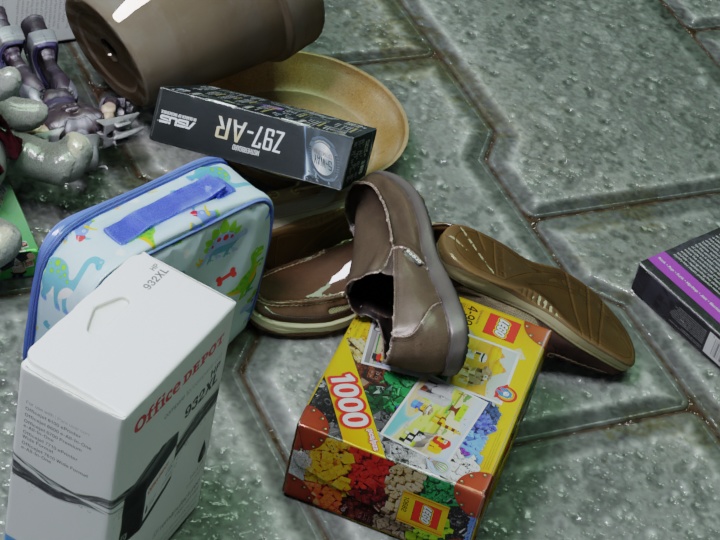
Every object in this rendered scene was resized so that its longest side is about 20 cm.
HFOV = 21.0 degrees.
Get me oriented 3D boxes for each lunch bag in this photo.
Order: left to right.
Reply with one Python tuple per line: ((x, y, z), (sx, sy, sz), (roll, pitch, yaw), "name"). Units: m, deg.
((-0.158, 0.008, 1.473), (0.082, 0.162, 0.199), (37, 45, 25), "lunch bag")

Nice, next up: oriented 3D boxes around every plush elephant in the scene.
((-0.318, -0.131, 1.544), (0.199, 0.156, 0.165), (26, 44, 15), "plush elephant")

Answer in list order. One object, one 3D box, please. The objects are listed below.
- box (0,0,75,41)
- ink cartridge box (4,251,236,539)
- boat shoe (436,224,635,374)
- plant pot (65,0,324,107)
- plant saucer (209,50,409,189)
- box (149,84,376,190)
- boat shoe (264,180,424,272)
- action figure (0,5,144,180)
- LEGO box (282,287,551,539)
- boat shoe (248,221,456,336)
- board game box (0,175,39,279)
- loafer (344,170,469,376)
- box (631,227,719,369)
((-0.287, -0.291, 1.837), (0.198, 0.098, 0.125), (-11, 45, -28), "box")
((-0.164, 0.113, 1.315), (0.083, 0.201, 0.145), (26, 40, 15), "ink cartridge box")
((0.133, 0.038, 1.599), (0.199, 0.072, 0.072), (27, 36, -19), "boat shoe")
((-0.158, -0.239, 1.717), (0.173, 0.201, 0.200), (-39, 60, -20), "plant pot")
((-0.056, -0.129, 1.763), (0.198, 0.036, 0.201), (8, 40, -7), "plant saucer")
((-0.075, -0.113, 1.598), (0.159, 0.044, 0.200), (15, 7, 3), "box")
((-0.040, -0.049, 1.644), (0.198, 0.074, 0.069), (-13, 50, -30), "boat shoe")
((-0.268, -0.147, 1.702), (0.129, 0.070, 0.201), (-6, 47, -33), "action figure")
((0.046, 0.107, 1.483), (0.148, 0.078, 0.201), (20, 40, 8), "LEGO box")
((-0.003, -0.004, 1.601), (0.201, 0.075, 0.075), (-12, 46, -28), "boat shoe")
((-0.356, -0.063, 1.602), (0.133, 0.029, 0.201), (-7, 44, -25), "board game box")
((0.021, -0.003, 1.484), (0.070, 0.073, 0.201), (-4, 42, -21), "loafer")
((0.356, 0.018, 1.715), (0.199, 0.036, 0.143), (-22, 52, -34), "box")
